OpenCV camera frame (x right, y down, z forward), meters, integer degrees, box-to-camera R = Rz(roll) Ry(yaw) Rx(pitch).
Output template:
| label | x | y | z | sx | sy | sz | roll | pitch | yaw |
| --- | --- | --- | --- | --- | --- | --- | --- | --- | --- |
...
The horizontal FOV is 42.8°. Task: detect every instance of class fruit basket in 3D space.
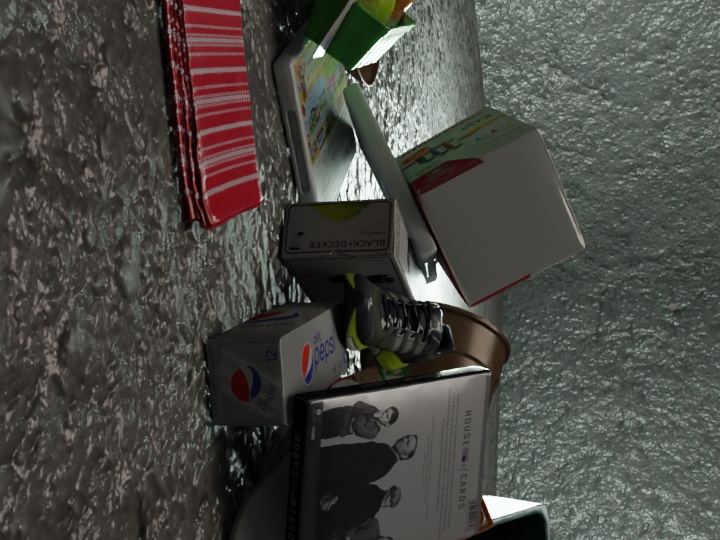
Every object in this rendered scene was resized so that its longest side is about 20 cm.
| label | x | y | z | sx | sy | sz | roll | pitch | yaw |
| --- | --- | --- | --- | --- | --- | --- | --- | --- | --- |
| fruit basket | 0.025 | -0.307 | 0.920 | 0.202 | 0.093 | 0.185 | -62 | 174 | 23 |

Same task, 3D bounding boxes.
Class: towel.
| label | x | y | z | sx | sy | sz | roll | pitch | yaw |
| --- | --- | --- | --- | --- | --- | --- | --- | --- | --- |
| towel | -0.110 | -0.140 | 0.704 | 0.145 | 0.022 | 0.204 | -42 | 129 | -74 |

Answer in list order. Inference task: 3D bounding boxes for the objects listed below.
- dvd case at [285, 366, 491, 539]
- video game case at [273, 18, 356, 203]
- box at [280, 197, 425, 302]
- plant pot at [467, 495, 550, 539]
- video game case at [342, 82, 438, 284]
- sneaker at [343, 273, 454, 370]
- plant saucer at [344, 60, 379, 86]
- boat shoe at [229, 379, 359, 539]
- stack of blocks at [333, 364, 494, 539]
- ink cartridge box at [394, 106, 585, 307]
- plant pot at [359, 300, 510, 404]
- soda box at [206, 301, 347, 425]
| label | x | y | z | sx | sy | sz | roll | pitch | yaw |
| --- | --- | --- | --- | --- | --- | --- | --- | --- | --- |
| dvd case | 0.027 | 0.164 | 0.756 | 0.197 | 0.025 | 0.154 | -3 | 101 | -39 |
| video game case | -0.044 | -0.170 | 0.993 | 0.201 | 0.022 | 0.185 | -70 | 155 | -56 |
| box | 0.000 | 0.000 | 0.957 | 0.200 | 0.114 | 0.061 | 60 | 31 | -62 |
| plant pot | 0.102 | 0.385 | 1.138 | 0.199 | 0.192 | 0.201 | 0 | -85 | 61 |
| video game case | 0.038 | -0.091 | 1.043 | 0.182 | 0.023 | 0.203 | 60 | 6 | -79 |
| sneaker | 0.037 | 0.047 | 0.899 | 0.200 | 0.079 | 0.075 | 36 | 49 | -65 |
| plant saucer | -0.011 | -0.328 | 1.123 | 0.200 | 0.036 | 0.205 | -1 | 90 | -76 |
| boat shoe | -0.056 | 0.183 | 0.787 | 0.070 | 0.071 | 0.201 | -41 | -166 | 51 |
| stack of blocks | 0.051 | 0.200 | 0.988 | 0.059 | 0.113 | 0.203 | 97 | -27 | -70 |
| ink cartridge box | 0.135 | -0.079 | 1.035 | 0.146 | 0.143 | 0.200 | 62 | 1 | -17 |
| plant pot | 0.074 | 0.171 | 1.131 | 0.201 | 0.196 | 0.201 | 68 | 32 | -56 |
| soda box | -0.064 | 0.073 | 0.780 | 0.200 | 0.062 | 0.070 | -28 | 115 | -75 |
